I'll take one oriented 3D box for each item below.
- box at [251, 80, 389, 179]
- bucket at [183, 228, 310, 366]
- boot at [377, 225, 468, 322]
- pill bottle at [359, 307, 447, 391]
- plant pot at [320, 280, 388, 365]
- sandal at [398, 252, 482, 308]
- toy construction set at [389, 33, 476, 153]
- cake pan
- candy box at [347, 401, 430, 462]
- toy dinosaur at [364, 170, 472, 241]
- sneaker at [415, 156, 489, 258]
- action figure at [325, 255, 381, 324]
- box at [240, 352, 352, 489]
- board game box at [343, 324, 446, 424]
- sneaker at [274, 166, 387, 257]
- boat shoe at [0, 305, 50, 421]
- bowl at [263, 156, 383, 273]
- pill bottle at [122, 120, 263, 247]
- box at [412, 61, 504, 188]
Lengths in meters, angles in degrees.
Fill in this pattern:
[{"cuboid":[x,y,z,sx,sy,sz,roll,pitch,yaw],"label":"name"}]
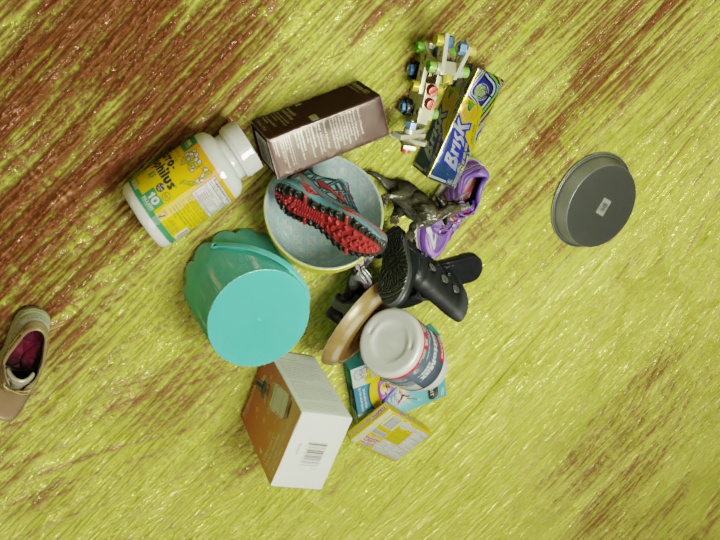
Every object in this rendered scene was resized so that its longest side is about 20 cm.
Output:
[{"cuboid":[-0.064,-0.225,1.278,0.196,0.100,0.076,-22,122,-14],"label":"box"},{"cuboid":[-0.185,0.047,1.339,0.203,0.135,0.211,-12,121,-20],"label":"bucket"},{"cuboid":[0.116,0.037,1.424,0.065,0.168,0.200,-22,134,31],"label":"boot"},{"cuboid":[0.087,0.151,1.450,0.120,0.120,0.200,-47,150,3],"label":"pill bottle"},{"cuboid":[0.004,0.096,1.445,0.200,0.027,0.201,-47,164,-17],"label":"plant pot"},{"cuboid":[0.149,0.018,1.540,0.197,0.043,0.077,-22,123,-14],"label":"sandal"},{"cuboid":[0.111,-0.288,1.311,0.091,0.131,0.203,16,108,-30],"label":"toy construction set"},{"cuboid":[0.475,-0.135,1.623,0.196,0.037,0.205,-11,119,-21],"label":"cake pan"},{"cuboid":[0.061,0.329,1.627,0.102,0.027,0.200,-37,143,10],"label":"candy box"},{"cuboid":[0.087,-0.116,1.405,0.197,0.102,0.078,25,126,12],"label":"toy dinosaur"},{"cuboid":[0.165,-0.109,1.459,0.079,0.084,0.203,18,108,-31],"label":"sneaker"},{"cuboid":[0.000,0.000,1.425,0.068,0.131,0.203,22,125,7],"label":"action figure"},{"cuboid":[-0.120,0.263,1.442,0.104,0.200,0.155,12,110,-31],"label":"box"},{"cuboid":[0.071,0.213,1.601,0.196,0.047,0.154,-19,122,-15],"label":"board game box"},{"cuboid":[-0.032,-0.102,1.243,0.096,0.198,0.080,-49,167,-34],"label":"sneaker"},{"cuboid":[-0.539,0.157,1.267,0.073,0.066,0.204,12,110,-29],"label":"boat shoe"},{"cuboid":[-0.065,-0.080,1.335,0.196,0.204,0.108,-20,166,-15],"label":"bowl"},{"cuboid":[-0.251,-0.136,1.226,0.198,0.113,0.114,-35,125,-5],"label":"pill bottle"},{"cuboid":[0.168,-0.252,1.394,0.063,0.070,0.203,15,107,-28],"label":"box"}]
